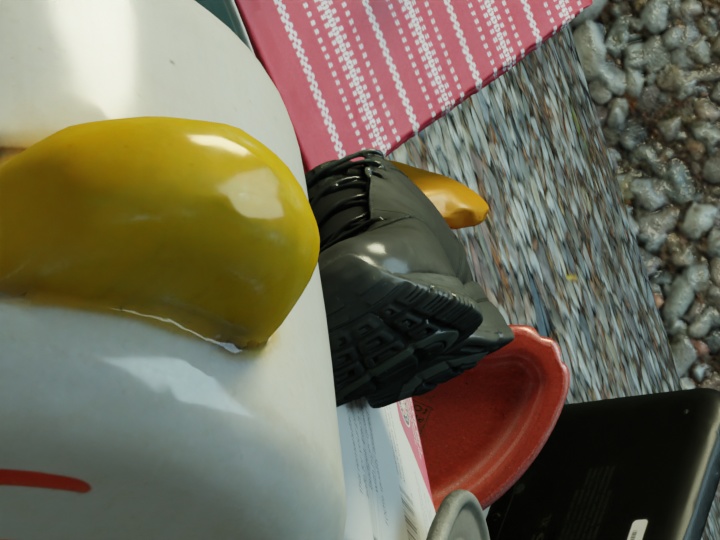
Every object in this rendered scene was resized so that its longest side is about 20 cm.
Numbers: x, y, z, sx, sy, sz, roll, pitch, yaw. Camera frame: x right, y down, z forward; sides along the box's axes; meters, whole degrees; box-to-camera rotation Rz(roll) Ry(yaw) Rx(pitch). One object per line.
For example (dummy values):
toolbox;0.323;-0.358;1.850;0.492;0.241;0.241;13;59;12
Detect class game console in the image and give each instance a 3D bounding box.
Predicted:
game console;0.099;0.171;1.300;0.116;0.175;0.201;46;51;-33

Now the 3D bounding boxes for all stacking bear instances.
stacking bear;0.021;0.052;1.357;0.200;0.121;0.114;-97;-151;-82

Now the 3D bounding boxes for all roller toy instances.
roller toy;-0.094;0.028;0.635;0.183;0.198;0.141;66;13;-56

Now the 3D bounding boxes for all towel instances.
towel;0.009;-0.131;1.176;0.200;0.022;0.145;-36;110;-39

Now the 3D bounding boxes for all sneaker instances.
sneaker;0.000;0.000;1.035;0.091;0.076;0.200;64;4;7

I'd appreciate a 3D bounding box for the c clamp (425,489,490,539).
c clamp;0.039;0.194;1.105;0.171;0.027;0.202;-43;129;-66

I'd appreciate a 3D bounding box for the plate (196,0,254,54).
plate;-0.081;-0.130;1.029;0.200;0.025;0.201;155;-90;-85

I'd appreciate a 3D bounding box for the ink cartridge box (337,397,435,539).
ink cartridge box;-0.034;0.071;1.118;0.200;0.082;0.147;53;23;-59

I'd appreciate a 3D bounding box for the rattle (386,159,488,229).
rattle;-0.028;-0.116;1.215;0.130;0.142;0.202;75;7;-79
